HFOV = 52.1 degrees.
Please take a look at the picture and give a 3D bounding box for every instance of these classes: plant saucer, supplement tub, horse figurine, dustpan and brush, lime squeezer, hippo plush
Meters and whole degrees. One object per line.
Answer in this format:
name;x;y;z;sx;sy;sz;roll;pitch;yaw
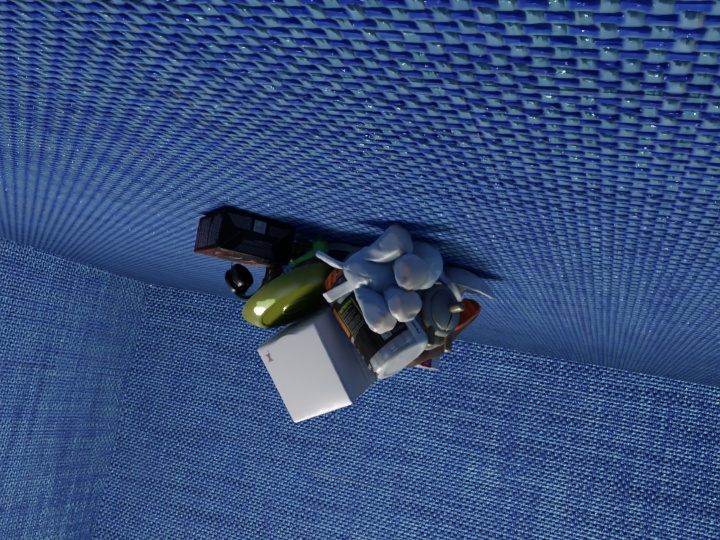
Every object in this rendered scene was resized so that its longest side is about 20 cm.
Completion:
plant saucer;-0.127;0.056;1.390;0.196;0.032;0.201;-26;159;-11
supplement tub;0.024;0.081;1.334;0.202;0.122;0.122;55;-172;19
horse figurine;-0.103;-0.020;1.532;0.195;0.051;0.133;8;-157;-30
dustpan and brush;0.176;0.023;1.443;0.136;0.058;0.201;5;153;27
lime squeezer;-0.092;-0.036;1.414;0.070;0.038;0.200;-31;-169;7
hippo plush;0.058;0.021;1.238;0.197;0.164;0.159;-19;168;34

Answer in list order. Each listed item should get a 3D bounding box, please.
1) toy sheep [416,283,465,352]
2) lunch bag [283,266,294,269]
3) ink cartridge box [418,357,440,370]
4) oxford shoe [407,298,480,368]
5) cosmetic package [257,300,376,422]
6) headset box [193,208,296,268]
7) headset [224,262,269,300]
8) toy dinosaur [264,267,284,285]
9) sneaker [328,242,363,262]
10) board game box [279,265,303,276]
toy sheep;0.127;0.089;1.407;0.136;0.142;0.197;17;158;-40
lunch bag;-0.149;0.041;1.806;0.133;0.136;0.199;8;171;24
ink cartridge box;0.106;0.105;1.630;0.141;0.206;0.145;5;172;23
oxford shoe;0.163;0.127;1.511;0.072;0.197;0.073;54;170;44
cosmetic package;-0.061;0.161;1.451;0.165;0.169;0.199;-24;-174;36
headset box;-0.231;-0.058;1.429;0.145;0.077;0.199;14;172;-27
headset;-0.279;-0.012;1.703;0.198;0.126;0.093;32;-173;41
toy dinosaur;-0.172;0.018;1.542;0.046;0.090;0.201;-15;-152;3
sneaker;0.000;0.000;1.456;0.195;0.087;0.075;10;173;28
board game box;-0.127;0.034;1.446;0.156;0.040;0.200;-9;152;-45
